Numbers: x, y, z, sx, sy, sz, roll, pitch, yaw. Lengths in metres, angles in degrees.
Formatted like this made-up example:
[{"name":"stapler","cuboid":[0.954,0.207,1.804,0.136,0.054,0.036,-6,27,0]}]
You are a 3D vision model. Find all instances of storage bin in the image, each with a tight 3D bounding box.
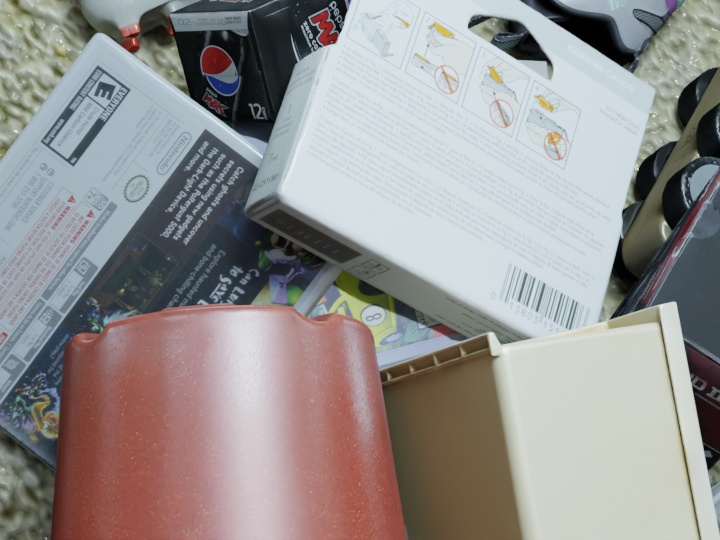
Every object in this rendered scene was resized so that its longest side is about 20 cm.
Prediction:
[{"name":"storage bin","cuboid":[0.077,0.134,0.782,0.093,0.198,0.201,-7,82,-23]}]

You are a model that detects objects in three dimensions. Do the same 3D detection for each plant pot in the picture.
[{"name":"plant pot","cuboid":[-0.061,0.126,0.761,0.200,0.201,0.196,-1,75,-12]}]

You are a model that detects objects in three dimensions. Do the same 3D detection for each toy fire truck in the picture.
[{"name":"toy fire truck","cuboid":[0.276,-0.031,0.975,0.200,0.129,0.176,36,62,-6]}]

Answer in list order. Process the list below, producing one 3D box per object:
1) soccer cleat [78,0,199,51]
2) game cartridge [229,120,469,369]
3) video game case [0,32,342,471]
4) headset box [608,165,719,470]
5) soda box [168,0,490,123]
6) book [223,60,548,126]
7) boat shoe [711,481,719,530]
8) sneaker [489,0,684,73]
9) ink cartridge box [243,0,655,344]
[{"name":"soccer cleat","cuboid":[-0.076,-0.195,0.998,0.200,0.069,0.078,-19,85,-15]},{"name":"game cartridge","cuboid":[0.000,0.000,0.906,0.133,0.041,0.200,-16,85,-3]},{"name":"video game case","cuboid":[-0.126,0.006,0.877,0.182,0.023,0.200,37,89,7]},{"name":"headset box","cuboid":[0.170,0.038,0.854,0.077,0.200,0.149,33,51,4]},{"name":"soda box","cuboid":[-0.009,-0.145,0.935,0.200,0.071,0.063,-32,117,-40]},{"name":"book","cuboid":[0.015,-0.065,0.975,0.199,0.048,0.134,1,64,-8]},{"name":"boat shoe","cuboid":[0.203,0.149,0.884,0.202,0.086,0.075,-33,75,-24]},{"name":"sneaker","cuboid":[0.101,-0.192,1.029,0.200,0.078,0.140,30,62,4]},{"name":"ink cartridge box","cuboid":[0.054,-0.064,0.877,0.200,0.044,0.174,29,64,-23]}]
